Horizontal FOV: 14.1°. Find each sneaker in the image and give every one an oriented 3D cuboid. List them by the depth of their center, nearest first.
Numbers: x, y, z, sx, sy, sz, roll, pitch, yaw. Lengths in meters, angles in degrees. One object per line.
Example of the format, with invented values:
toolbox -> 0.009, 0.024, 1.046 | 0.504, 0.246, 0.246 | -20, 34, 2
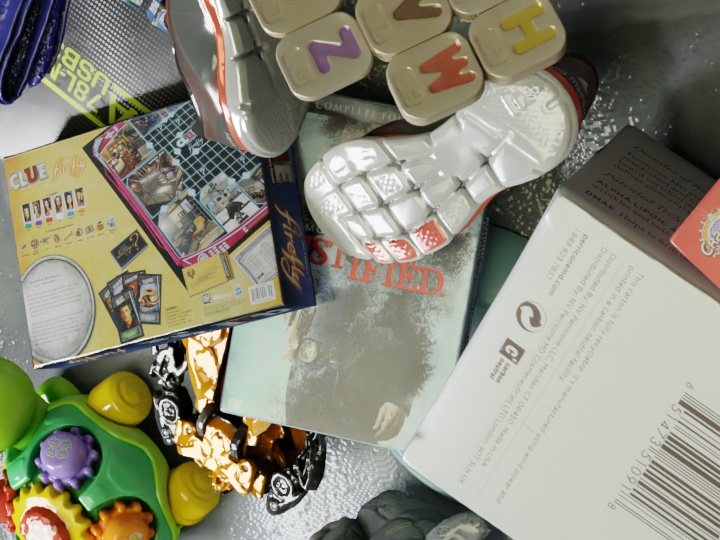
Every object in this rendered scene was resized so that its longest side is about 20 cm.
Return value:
sneaker -> -0.088, -0.162, 1.651 | 0.082, 0.077, 0.201 | 3, 103, 40
sneaker -> 0.058, -0.066, 1.654 | 0.200, 0.082, 0.077 | -22, 101, 37

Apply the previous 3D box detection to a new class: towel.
towel -> -0.236, -0.205, 1.770 | 0.200, 0.049, 0.148 | 38, 116, 43

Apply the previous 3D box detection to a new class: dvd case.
dvd case -> 0.000, 0.000, 1.724 | 0.145, 0.022, 0.201 | 12, 95, 17

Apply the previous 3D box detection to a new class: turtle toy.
turtle toy -> -0.199, 0.136, 1.936 | 0.146, 0.101, 0.200 | -37, 91, 40

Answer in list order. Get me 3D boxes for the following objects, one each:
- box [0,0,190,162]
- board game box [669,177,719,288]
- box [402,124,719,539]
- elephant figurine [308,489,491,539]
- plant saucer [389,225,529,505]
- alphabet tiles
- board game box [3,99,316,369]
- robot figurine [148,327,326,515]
box -> -0.155, -0.122, 1.808 | 0.200, 0.047, 0.193 | 38, 125, 11
board game box -> 0.249, -0.089, 1.463 | 0.040, 0.200, 0.153 | 42, 129, 7
box -> 0.164, 0.064, 1.618 | 0.200, 0.131, 0.199 | 34, 118, 9
elephant figurine -> 0.049, 0.245, 1.834 | 0.141, 0.155, 0.200 | -34, 108, -3
plant saucer -> 0.071, 0.069, 1.769 | 0.199, 0.036, 0.201 | 15, 122, 26
alphabet tiles -> 0.029, -0.183, 1.579 | 0.195, 0.015, 0.201 | -25, 75, 0
board game box -> -0.123, -0.025, 1.754 | 0.199, 0.035, 0.136 | -14, 82, 35
robot figurine -> -0.063, 0.055, 1.828 | 0.145, 0.058, 0.201 | 32, 127, 26
